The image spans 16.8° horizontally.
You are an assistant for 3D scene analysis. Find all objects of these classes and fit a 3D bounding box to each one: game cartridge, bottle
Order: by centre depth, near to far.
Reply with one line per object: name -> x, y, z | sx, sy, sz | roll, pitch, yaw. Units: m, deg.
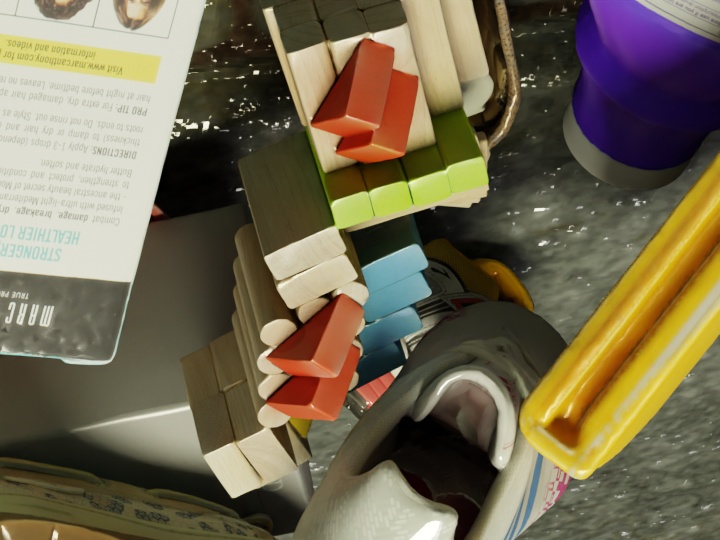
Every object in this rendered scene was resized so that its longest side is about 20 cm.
bottle -> 0.113, -0.099, 0.759 | 0.083, 0.065, 0.200 | 26, 145, 4
game cartridge -> 0.127, -0.018, 0.794 | 0.176, 0.032, 0.200 | -53, 172, 9

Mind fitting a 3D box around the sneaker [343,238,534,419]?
sneaker -> 0.047, 0.043, 0.970 | 0.082, 0.078, 0.200 | -50, 161, -1

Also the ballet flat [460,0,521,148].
ballet flat -> 0.015, -0.098, 0.739 | 0.068, 0.067, 0.200 | -17, 149, 10

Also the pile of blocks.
pile of blocks -> 0.000, 0.000, 0.727 | 0.082, 0.062, 0.200 | 1, 130, -17

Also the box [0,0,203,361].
box -> -0.087, -0.078, 0.641 | 0.082, 0.049, 0.200 | 6, 110, -31

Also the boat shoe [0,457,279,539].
boat shoe -> -0.076, 0.101, 0.826 | 0.073, 0.063, 0.200 | -52, 137, 9

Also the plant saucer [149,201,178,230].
plant saucer -> -0.168, -0.007, 0.862 | 0.200, 0.037, 0.200 | -21, 148, 14

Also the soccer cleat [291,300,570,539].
soccer cleat -> 0.039, 0.052, 0.795 | 0.070, 0.200, 0.086 | 31, 124, 4

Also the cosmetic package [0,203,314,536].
cosmetic package -> -0.121, 0.054, 0.860 | 0.200, 0.090, 0.107 | -10, 146, 4
